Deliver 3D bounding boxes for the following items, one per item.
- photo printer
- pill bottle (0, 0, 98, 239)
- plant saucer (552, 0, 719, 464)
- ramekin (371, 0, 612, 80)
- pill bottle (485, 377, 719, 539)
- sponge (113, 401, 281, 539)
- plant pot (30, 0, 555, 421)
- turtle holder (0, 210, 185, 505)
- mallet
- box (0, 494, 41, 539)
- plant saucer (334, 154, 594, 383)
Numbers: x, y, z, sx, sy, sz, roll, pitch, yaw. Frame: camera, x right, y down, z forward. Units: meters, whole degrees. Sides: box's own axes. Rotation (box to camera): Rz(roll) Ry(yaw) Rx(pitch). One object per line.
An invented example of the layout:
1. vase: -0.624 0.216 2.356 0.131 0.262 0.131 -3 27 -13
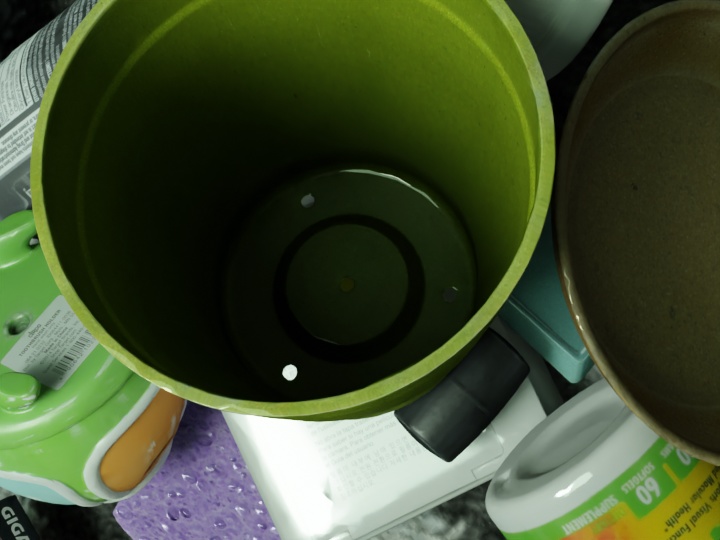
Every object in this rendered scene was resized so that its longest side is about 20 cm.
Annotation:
1. photo printer: -0.003 0.032 0.883 0.166 0.069 0.201 -28 84 8
2. pill bottle: -0.162 -0.086 0.965 0.199 0.106 0.107 -31 83 33
3. plant saucer: 0.152 -0.015 0.733 0.035 0.199 0.202 -14 92 56
4. ramekin: 0.054 -0.188 0.738 0.094 0.203 0.204 10 110 -15
5. pill bottle: 0.159 0.151 0.791 0.111 0.111 0.200 -35 98 32
6. sponge: -0.062 0.107 0.986 0.111 0.030 0.201 41 118 19
7. plant pot: -0.015 -0.019 0.722 0.199 0.193 0.202 -2 74 7
8. turtle holder: -0.183 0.063 0.935 0.184 0.142 0.132 -9 135 20
9. mallet: 0.000 0.000 0.831 0.066 0.041 0.200 -40 78 -1
10. box: -0.233 0.252 1.079 0.159 0.046 0.200 58 139 10
11. plant saucer: 0.056 -0.036 0.840 0.200 0.019 0.070 42 80 1
